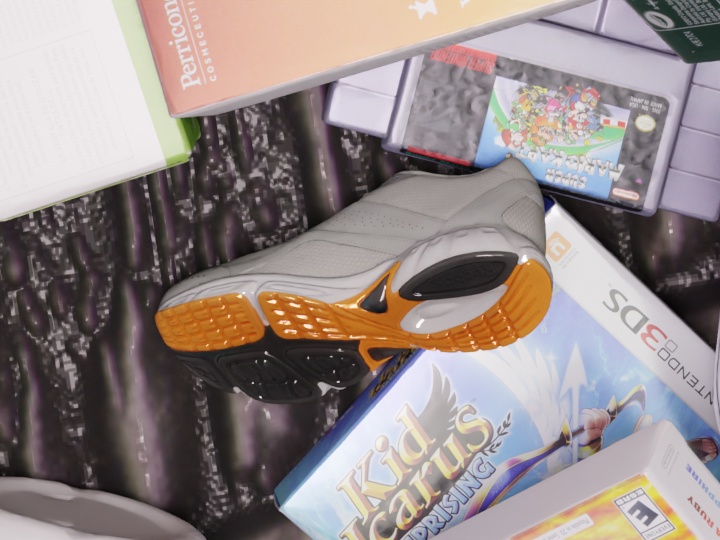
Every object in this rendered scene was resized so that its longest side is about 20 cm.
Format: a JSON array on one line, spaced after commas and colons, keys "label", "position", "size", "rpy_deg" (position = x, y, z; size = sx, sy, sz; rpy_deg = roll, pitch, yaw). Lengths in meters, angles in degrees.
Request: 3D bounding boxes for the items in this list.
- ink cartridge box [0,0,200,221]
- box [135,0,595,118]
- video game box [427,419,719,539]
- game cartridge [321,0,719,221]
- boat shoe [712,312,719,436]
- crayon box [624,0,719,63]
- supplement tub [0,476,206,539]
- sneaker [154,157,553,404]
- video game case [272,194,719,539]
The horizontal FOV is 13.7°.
[{"label": "ink cartridge box", "position": [-0.192, -0.095, 1.386], "size": [0.199, 0.076, 0.149], "rpy_deg": [-18, 99, 3]}, {"label": "box", "position": [-0.006, -0.167, 1.353], "size": [0.199, 0.106, 0.153], "rpy_deg": [-17, 92, 7]}, {"label": "video game box", "position": [0.117, 0.181, 1.373], "size": [0.200, 0.047, 0.182], "rpy_deg": [-31, 109, 37]}, {"label": "game cartridge", "position": [0.091, -0.104, 1.431], "size": [0.199, 0.038, 0.130], "rpy_deg": [14, 91, -7]}, {"label": "boat shoe", "position": [0.191, 0.031, 1.339], "size": [0.073, 0.067, 0.201], "rpy_deg": [-10, 98, 2]}, {"label": "crayon box", "position": [0.149, -0.210, 1.339], "size": [0.051, 0.127, 0.201], "rpy_deg": [-6, 63, 33]}, {"label": "supplement tub", "position": [-0.150, 0.207, 1.398], "size": [0.131, 0.132, 0.201], "rpy_deg": [13, 96, -7]}, {"label": "sneaker", "position": [0.000, 0.000, 1.419], "size": [0.199, 0.092, 0.076], "rpy_deg": [-10, 131, 19]}, {"label": "video game case", "position": [0.089, 0.098, 1.449], "size": [0.181, 0.045, 0.200], "rpy_deg": [42, 92, -7]}]
